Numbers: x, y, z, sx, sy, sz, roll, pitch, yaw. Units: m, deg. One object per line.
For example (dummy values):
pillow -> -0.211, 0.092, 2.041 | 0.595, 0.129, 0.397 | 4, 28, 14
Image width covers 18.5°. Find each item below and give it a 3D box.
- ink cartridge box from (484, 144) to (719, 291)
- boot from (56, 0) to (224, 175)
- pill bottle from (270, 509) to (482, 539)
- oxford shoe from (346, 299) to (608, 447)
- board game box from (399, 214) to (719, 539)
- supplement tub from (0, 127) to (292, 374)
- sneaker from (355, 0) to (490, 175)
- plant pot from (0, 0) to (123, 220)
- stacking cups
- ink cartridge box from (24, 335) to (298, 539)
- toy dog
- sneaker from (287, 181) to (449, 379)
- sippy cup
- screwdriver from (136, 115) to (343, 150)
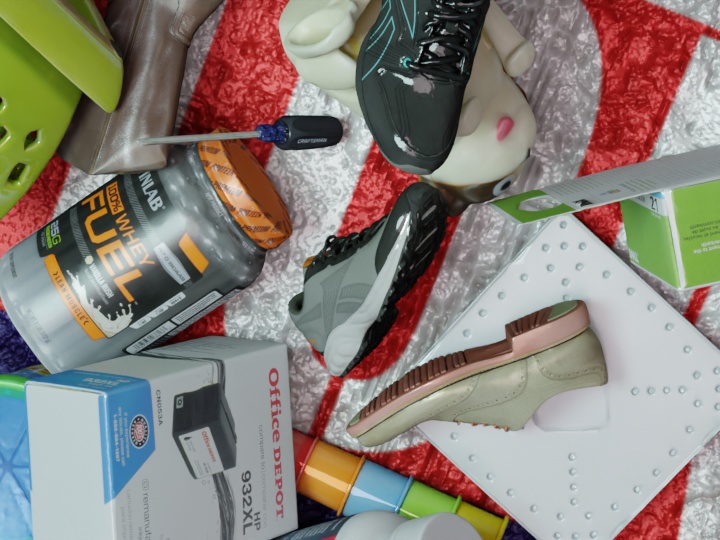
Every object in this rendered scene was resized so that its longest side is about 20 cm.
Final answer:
ink cartridge box -> 0.200, -0.030, 1.551 | 0.199, 0.148, 0.076 | -13, 100, -4
boot -> -0.121, -0.150, 1.566 | 0.186, 0.064, 0.201 | 5, 71, 35
pill bottle -> -0.005, 0.241, 1.621 | 0.199, 0.119, 0.120 | -21, 99, 37
oxford shoe -> 0.087, 0.094, 1.620 | 0.199, 0.071, 0.074 | -24, 100, 11
board game box -> 0.157, 0.090, 1.660 | 0.200, 0.026, 0.200 | 42, 102, -3
supplement tub -> -0.157, -0.012, 1.625 | 0.199, 0.123, 0.123 | -34, 96, 11
sneaker -> 0.045, -0.164, 1.434 | 0.075, 0.079, 0.201 | 7, 79, -21
plant pot -> -0.291, -0.170, 1.538 | 0.181, 0.199, 0.200 | -35, 52, 9
stacking cups -> 0.012, 0.174, 1.681 | 0.199, 0.061, 0.061 | 24, 102, 7
ink cartridge box -> -0.139, 0.135, 1.582 | 0.083, 0.200, 0.146 | 3, 100, 37
toy dog -> 0.040, -0.128, 1.566 | 0.200, 0.194, 0.140 | 43, 59, -19
sneaker -> 0.000, 0.000, 1.600 | 0.079, 0.074, 0.200 | 41, 138, 7
sippy cup -> -0.247, 0.131, 1.655 | 0.139, 0.130, 0.179 | 7, 103, 8
screwdriver -> -0.082, -0.098, 1.575 | 0.029, 0.199, 0.028 | -33, 73, 35
